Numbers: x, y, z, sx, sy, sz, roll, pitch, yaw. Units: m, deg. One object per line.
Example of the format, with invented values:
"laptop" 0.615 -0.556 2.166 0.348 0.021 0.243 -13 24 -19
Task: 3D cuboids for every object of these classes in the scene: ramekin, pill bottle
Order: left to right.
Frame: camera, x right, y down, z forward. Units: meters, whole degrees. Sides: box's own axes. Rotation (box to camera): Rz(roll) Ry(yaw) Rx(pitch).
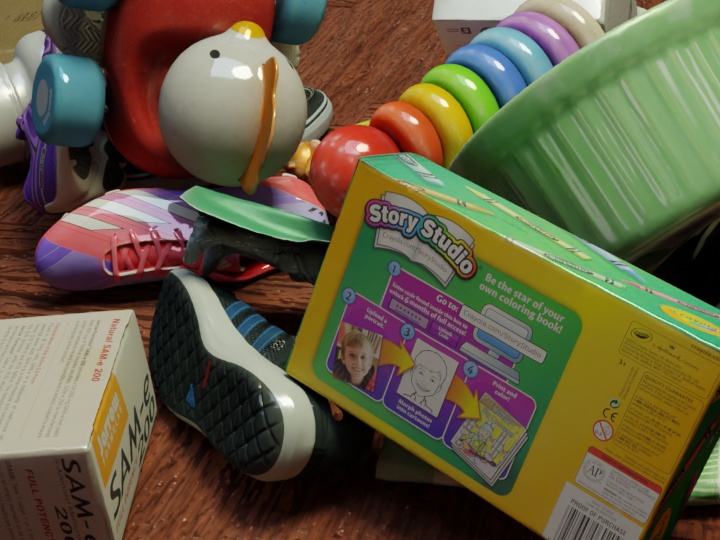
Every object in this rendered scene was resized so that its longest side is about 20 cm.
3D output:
"pill bottle" -0.220 -0.154 1.023 0.199 0.112 0.111 -20 33 -22
"ramekin" 0.156 -0.058 0.676 0.199 0.200 0.098 -24 76 -27

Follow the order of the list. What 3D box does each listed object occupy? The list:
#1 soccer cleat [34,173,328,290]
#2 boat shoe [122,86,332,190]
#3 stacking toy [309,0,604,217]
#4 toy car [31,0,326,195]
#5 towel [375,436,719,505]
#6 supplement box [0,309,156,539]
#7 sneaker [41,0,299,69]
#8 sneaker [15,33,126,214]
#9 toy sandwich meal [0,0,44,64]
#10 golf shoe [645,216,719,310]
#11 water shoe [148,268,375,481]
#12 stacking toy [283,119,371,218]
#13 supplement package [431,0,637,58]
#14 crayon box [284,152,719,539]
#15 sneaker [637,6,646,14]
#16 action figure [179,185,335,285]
"soccer cleat" -0.118 -0.019 0.825 0.199 0.067 0.077 -11 35 -13
"boat shoe" -0.107 -0.117 0.979 0.199 0.071 0.072 -26 35 -30
"stacking toy" 0.056 -0.089 0.717 0.199 0.086 0.085 -31 38 -28
"toy car" -0.088 -0.128 0.789 0.183 0.178 0.200 3 19 -33
"towel" 0.122 0.069 0.665 0.199 0.024 0.153 3 32 16
"supplement box" -0.218 0.089 0.645 0.198 0.074 0.126 -4 30 4
"sneaker" -0.154 -0.186 0.922 0.199 0.077 0.111 1 25 -33
"sneaker" -0.224 -0.135 0.918 0.083 0.081 0.201 -17 57 29
"toy sandwich meal" -0.311 -0.219 1.205 0.204 0.071 0.206 -8 33 5
"golf shoe" 0.204 0.011 0.632 0.199 0.093 0.072 -26 38 -35
"water shoe" -0.060 0.061 0.691 0.078 0.072 0.200 9 19 -31
"stacking toy" 0.010 -0.068 0.860 0.116 0.111 0.199 -12 16 -40
"supplement package" 0.134 -0.180 0.888 0.116 0.200 0.118 3 73 17
"crayon box" 0.070 0.039 0.576 0.199 0.119 0.058 30 22 25
"sneaker" 0.232 -0.198 1.064 0.080 0.076 0.200 -1 30 -18
"action figure" 0.000 0.000 0.719 0.199 0.055 0.118 11 -6 10
